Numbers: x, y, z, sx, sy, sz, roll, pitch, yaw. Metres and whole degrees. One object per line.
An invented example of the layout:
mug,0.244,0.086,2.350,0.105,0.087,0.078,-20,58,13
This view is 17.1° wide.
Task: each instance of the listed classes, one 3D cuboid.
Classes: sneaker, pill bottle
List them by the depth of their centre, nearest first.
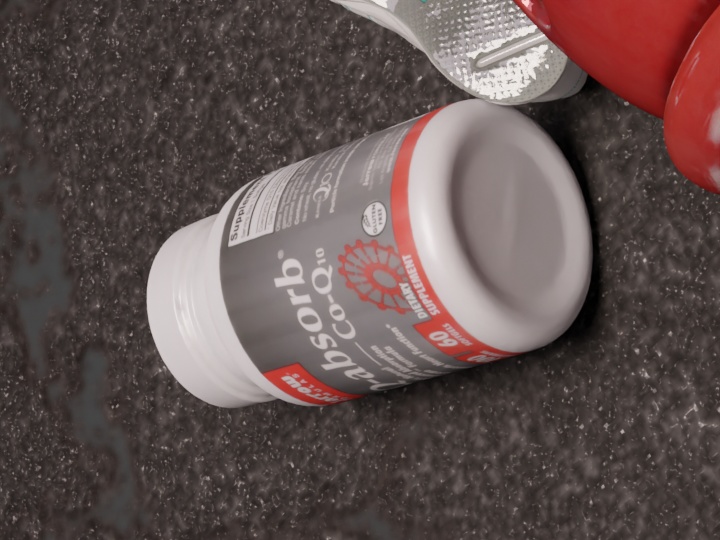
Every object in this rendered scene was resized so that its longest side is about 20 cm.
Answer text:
sneaker,0.024,-0.138,1.102,0.200,0.080,0.071,42,103,19
pill bottle,0.000,0.000,1.118,0.200,0.116,0.116,-18,74,43

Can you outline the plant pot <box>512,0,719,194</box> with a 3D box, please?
plant pot,0.153,-0.141,0.923,0.201,0.200,0.183,-50,57,29
